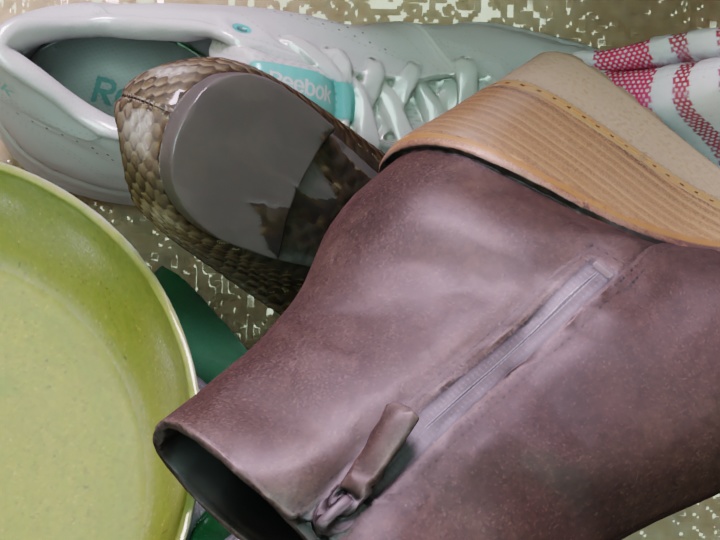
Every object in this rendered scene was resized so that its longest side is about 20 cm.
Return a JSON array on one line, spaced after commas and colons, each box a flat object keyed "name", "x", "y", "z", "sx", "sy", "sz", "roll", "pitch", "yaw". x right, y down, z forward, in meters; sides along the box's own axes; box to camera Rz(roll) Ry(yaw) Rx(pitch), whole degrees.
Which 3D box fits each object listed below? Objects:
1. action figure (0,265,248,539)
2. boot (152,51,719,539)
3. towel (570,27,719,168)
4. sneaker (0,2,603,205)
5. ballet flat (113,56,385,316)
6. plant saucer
[{"name": "action figure", "x": -0.019, "y": 0.077, "z": 0.783, "sx": 0.200, "sy": 0.118, "sz": 0.055, "roll": 42, "pitch": 136, "yaw": 15}, {"name": "boot", "x": 0.069, "y": 0.047, "z": 0.716, "sx": 0.200, "sy": 0.072, "sz": 0.166, "roll": 34, "pitch": 58, "yaw": 13}, {"name": "towel", "x": 0.152, "y": -0.003, "z": 0.754, "sx": 0.030, "sy": 0.199, "sz": 0.147, "roll": -49, "pitch": 122, "yaw": -38}, {"name": "sneaker", "x": -0.011, "y": -0.043, "z": 0.814, "sx": 0.199, "sy": 0.089, "sz": 0.076, "roll": 4, "pitch": 81, "yaw": 2}, {"name": "ballet flat", "x": 0.000, "y": 0.000, "z": 0.792, "sx": 0.046, "sy": 0.200, "sz": 0.068, "roll": 16, "pitch": 77, "yaw": 46}, {"name": "plant saucer", "x": -0.135, "y": 0.059, "z": 0.739, "sx": 0.199, "sy": 0.031, "sz": 0.201, "roll": -5, "pitch": 59, "yaw": 9}]
